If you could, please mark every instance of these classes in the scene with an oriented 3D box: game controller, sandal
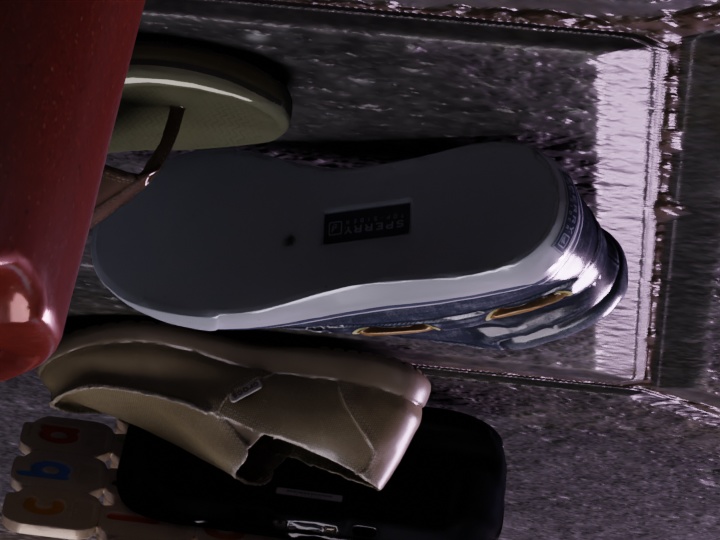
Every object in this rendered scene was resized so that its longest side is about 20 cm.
[{"bbox_3d":[-0.024,0.102,1.404,0.199,0.105,0.042,7,133,1],"label":"game controller"},{"bbox_3d":[-0.121,-0.035,0.954,0.200,0.058,0.080,-11,165,-4],"label":"sandal"}]

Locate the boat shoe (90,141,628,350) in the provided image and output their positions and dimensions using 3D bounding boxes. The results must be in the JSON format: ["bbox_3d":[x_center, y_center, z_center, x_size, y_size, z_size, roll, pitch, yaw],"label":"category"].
[{"bbox_3d":[0.000,0.000,1.044,0.199,0.071,0.091,-2,159,25],"label":"boat shoe"}]

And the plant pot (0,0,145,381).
[{"bbox_3d":[-0.117,-0.087,0.538,0.200,0.196,0.201,6,165,2],"label":"plant pot"}]

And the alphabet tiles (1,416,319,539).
[{"bbox_3d":[-0.084,0.118,1.411,0.195,0.015,0.200,7,-156,-3],"label":"alphabet tiles"}]

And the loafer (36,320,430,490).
[{"bbox_3d":[-0.067,0.069,1.345,0.199,0.068,0.076,4,165,13],"label":"loafer"}]
